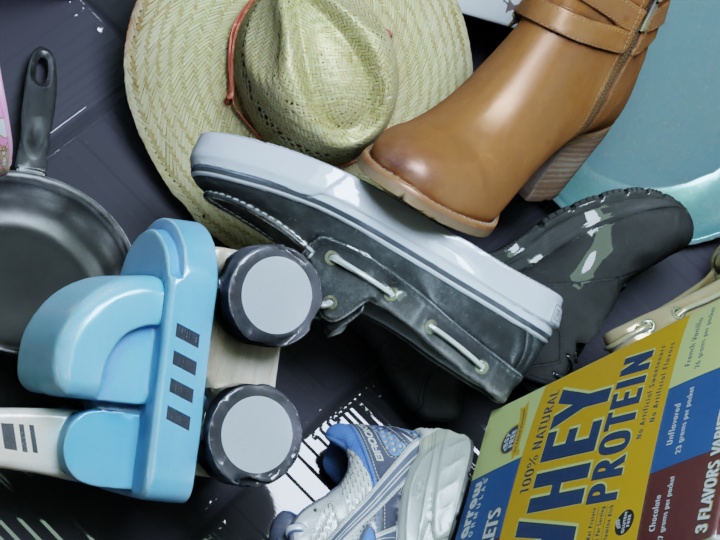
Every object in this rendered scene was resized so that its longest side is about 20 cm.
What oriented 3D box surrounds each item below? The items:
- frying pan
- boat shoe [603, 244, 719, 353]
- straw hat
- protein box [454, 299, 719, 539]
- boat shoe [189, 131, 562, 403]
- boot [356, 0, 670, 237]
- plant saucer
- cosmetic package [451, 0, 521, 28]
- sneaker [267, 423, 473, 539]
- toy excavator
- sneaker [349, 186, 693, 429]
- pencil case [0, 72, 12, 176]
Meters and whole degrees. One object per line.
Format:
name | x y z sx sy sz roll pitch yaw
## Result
frying pan | -0.181 -0.030 1.133 0.114 0.031 0.191 -8 55 -29
boat shoe | 0.202 0.007 1.216 0.200 0.073 0.063 -41 96 -35
straw hat | -0.021 -0.102 1.153 0.199 0.085 0.203 1 87 -10
protein box | 0.177 0.137 1.042 0.198 0.200 0.136 33 54 -20
boat shoe | 0.000 0.000 1.099 0.199 0.072 0.071 27 83 1
boot | 0.088 -0.100 1.113 0.077 0.156 0.199 42 27 25
plant saucer | 0.173 -0.113 1.244 0.198 0.201 0.036 7 18 -16
cosmetic package | 0.056 -0.203 1.254 0.199 0.114 0.081 12 15 -13
sneaker | -0.009 0.157 1.078 0.085 0.077 0.201 16 50 1
toy excavator | -0.135 0.067 1.041 0.199 0.100 0.196 9 86 -23
sneaker | 0.094 0.022 1.187 0.199 0.076 0.091 -23 78 -19
pencil case | -0.264 -0.067 1.082 0.199 0.087 0.083 -14 34 -18
